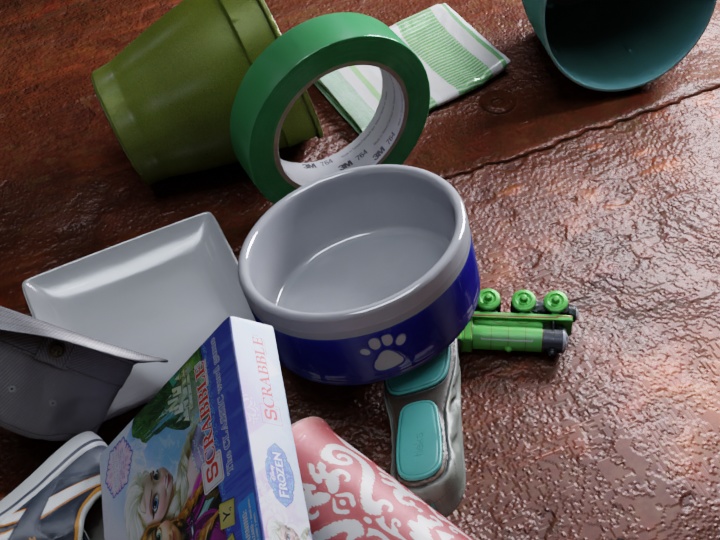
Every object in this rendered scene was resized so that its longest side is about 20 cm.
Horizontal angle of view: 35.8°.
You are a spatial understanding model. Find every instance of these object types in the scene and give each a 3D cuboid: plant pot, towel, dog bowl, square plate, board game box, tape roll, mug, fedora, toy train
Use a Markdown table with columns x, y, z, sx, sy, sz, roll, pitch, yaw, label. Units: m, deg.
| x | y | z | sx | sy | sz | roll | pitch | yaw | label |
| --- | --- | --- | --- | --- | --- | --- | --- | --- | --- |
| -0.168 | -0.188 | 1.163 | 0.192 | 0.201 | 0.201 | -26 | 49 | -2 | plant pot |
| 0.052 | -0.234 | 1.277 | 0.199 | 0.023 | 0.153 | -26 | 51 | -17 | towel |
| 0.000 | 0.000 | 0.960 | 0.199 | 0.079 | 0.201 | -11 | 39 | 9 | dog bowl |
| -0.198 | 0.045 | 1.044 | 0.199 | 0.029 | 0.198 | -22 | 48 | -14 | square plate |
| -0.114 | 0.169 | 0.770 | 0.041 | 0.200 | 0.201 | 17 | 43 | -35 | board game box |
| -0.028 | -0.150 | 1.087 | 0.199 | 0.201 | 0.048 | -24 | 49 | -16 | tape roll |
| 0.266 | -0.322 | 1.228 | 0.199 | 0.202 | 0.161 | -14 | 36 | -7 | plant pot |
| 0.004 | 0.233 | 0.809 | 0.199 | 0.179 | 0.133 | 30 | 20 | 24 | mug |
| -0.265 | 0.085 | 0.905 | 0.176 | 0.199 | 0.091 | 7 | 76 | 49 | fedora |
| 0.096 | 0.047 | 1.004 | 0.198 | 0.042 | 0.057 | 2 | 57 | 8 | toy train |

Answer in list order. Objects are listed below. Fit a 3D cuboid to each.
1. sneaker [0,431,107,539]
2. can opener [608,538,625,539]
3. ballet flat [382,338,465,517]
| x | y | z | sx | sy | sz | roll | pitch | yaw | label |
| --- | --- | --- | --- | --- | --- | --- | --- | --- | --- |
| -0.255 | 0.218 | 0.857 | 0.079 | 0.079 | 0.200 | 38 | 68 | 19 | sneaker |
| 0.212 | 0.276 | 0.776 | 0.063 | 0.079 | 0.201 | 10 | 37 | -40 | can opener |
| 0.055 | 0.119 | 0.927 | 0.067 | 0.064 | 0.201 | -13 | 40 | 15 | ballet flat |
